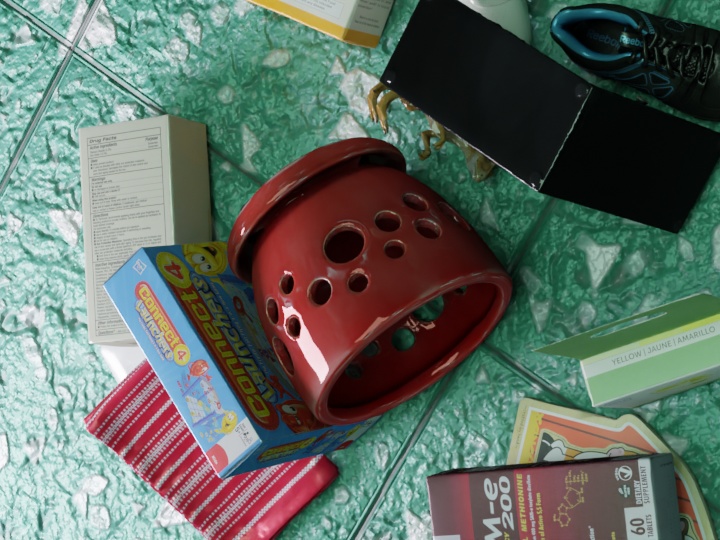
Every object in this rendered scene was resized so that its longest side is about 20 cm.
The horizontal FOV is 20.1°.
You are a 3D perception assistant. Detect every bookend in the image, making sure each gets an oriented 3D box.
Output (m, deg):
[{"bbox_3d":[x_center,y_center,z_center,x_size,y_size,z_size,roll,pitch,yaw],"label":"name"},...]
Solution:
[{"bbox_3d":[0.158,-0.129,1.645,0.199,0.199,0.092,39,107,40],"label":"bookend"}]

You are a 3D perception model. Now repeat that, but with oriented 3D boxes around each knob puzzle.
[{"bbox_3d":[0.203,0.216,1.689,0.219,0.030,0.221,0,89,26],"label":"knob puzzle"}]

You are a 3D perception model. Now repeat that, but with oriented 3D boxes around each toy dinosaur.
[{"bbox_3d":[0.059,-0.162,1.760,0.106,0.060,0.201,-17,82,-8],"label":"toy dinosaur"}]

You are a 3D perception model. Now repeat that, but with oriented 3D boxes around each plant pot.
[{"bbox_3d":[0.000,0.000,1.701,0.200,0.200,0.183,-42,69,20],"label":"plant pot"}]

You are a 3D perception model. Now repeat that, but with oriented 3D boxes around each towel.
[{"bbox_3d":[-0.134,0.160,1.818,0.200,0.022,0.145,44,109,-8],"label":"towel"}]

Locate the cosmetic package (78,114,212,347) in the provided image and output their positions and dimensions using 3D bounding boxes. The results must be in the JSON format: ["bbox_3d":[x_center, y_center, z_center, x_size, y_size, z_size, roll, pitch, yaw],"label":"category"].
[{"bbox_3d":[-0.195,-0.034,1.858,0.103,0.073,0.201,-5,83,26],"label":"cosmetic package"}]

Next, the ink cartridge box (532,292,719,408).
[{"bbox_3d":[0.238,0.065,1.578,0.145,0.200,0.048,-21,78,24],"label":"ink cartridge box"}]

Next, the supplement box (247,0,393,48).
[{"bbox_3d":[-0.016,-0.311,1.778,0.126,0.073,0.201,26,101,25],"label":"supplement box"}]

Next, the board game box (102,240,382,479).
[{"bbox_3d":[-0.098,0.069,1.746,0.056,0.196,0.200,-41,73,26],"label":"board game box"}]

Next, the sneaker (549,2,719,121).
[{"bbox_3d":[0.245,-0.169,1.642,0.199,0.082,0.074,15,94,24],"label":"sneaker"}]

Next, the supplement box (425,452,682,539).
[{"bbox_3d":[0.159,0.211,1.661,0.199,0.061,0.109,-8,87,28],"label":"supplement box"}]

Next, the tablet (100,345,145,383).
[{"bbox_3d":[-0.152,0.119,1.877,0.130,0.014,0.201,-37,75,21],"label":"tablet"}]

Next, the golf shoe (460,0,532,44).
[{"bbox_3d":[0.098,-0.258,1.700,0.078,0.097,0.201,-14,85,-4],"label":"golf shoe"}]
